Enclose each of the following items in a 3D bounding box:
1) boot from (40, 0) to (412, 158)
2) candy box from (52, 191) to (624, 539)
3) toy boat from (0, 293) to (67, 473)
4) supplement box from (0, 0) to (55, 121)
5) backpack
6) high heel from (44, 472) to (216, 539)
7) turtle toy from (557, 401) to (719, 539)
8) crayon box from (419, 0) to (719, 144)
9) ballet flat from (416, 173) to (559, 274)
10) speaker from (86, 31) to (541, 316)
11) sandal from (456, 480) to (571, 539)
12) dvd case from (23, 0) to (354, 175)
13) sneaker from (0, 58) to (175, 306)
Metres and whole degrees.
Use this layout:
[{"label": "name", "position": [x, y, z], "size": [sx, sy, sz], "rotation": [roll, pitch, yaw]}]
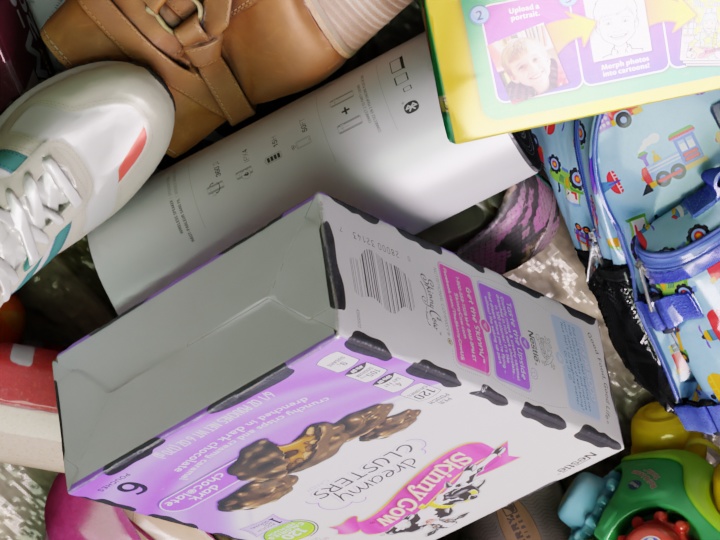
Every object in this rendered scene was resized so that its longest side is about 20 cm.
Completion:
[{"label": "boot", "position": [-0.082, -0.153, 1.002], "size": [0.155, 0.077, 0.200], "rotation": [-32, 122, 20]}, {"label": "candy box", "position": [-0.008, 0.059, 1.034], "size": [0.167, 0.072, 0.199], "rotation": [-31, 145, 32]}, {"label": "toy boat", "position": [-0.184, 0.021, 1.105], "size": [0.198, 0.130, 0.132], "rotation": [10, 88, -7]}, {"label": "supplement box", "position": [-0.240, -0.068, 1.051], "size": [0.198, 0.061, 0.109], "rotation": [-12, 122, 11]}, {"label": "backpack", "position": [0.177, -0.048, 1.037], "size": [0.181, 0.135, 0.201], "rotation": [-26, 106, -1]}, {"label": "high heel", "position": [-0.071, 0.158, 1.198], "size": [0.199, 0.068, 0.096], "rotation": [24, 125, 1]}, {"label": "turtle toy", "position": [0.162, 0.161, 1.131], "size": [0.100, 0.200, 0.147], "rotation": [-17, 112, -20]}, {"label": "crayon box", "position": [0.119, -0.133, 0.923], "size": [0.198, 0.058, 0.120], "rotation": [-11, 118, 4]}, {"label": "ballet flat", "position": [0.000, 0.000, 1.104], "size": [0.199, 0.069, 0.071], "rotation": [-29, 139, 11]}, {"label": "speaker", "position": [-0.024, -0.036, 1.040], "size": [0.199, 0.081, 0.081], "rotation": [-27, 116, 12]}, {"label": "sandal", "position": [0.057, 0.101, 1.172], "size": [0.081, 0.055, 0.201], "rotation": [-22, 117, 11]}, {"label": "dvd case", "position": [-0.102, -0.128, 1.062], "size": [0.199, 0.025, 0.151], "rotation": [30, 115, -15]}, {"label": "sneaker", "position": [-0.157, -0.009, 0.985], "size": [0.199, 0.094, 0.071], "rotation": [-33, 122, 1]}]
